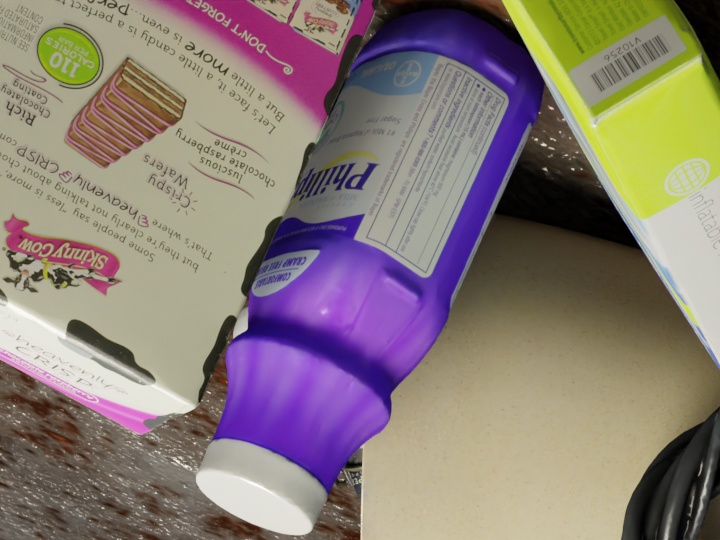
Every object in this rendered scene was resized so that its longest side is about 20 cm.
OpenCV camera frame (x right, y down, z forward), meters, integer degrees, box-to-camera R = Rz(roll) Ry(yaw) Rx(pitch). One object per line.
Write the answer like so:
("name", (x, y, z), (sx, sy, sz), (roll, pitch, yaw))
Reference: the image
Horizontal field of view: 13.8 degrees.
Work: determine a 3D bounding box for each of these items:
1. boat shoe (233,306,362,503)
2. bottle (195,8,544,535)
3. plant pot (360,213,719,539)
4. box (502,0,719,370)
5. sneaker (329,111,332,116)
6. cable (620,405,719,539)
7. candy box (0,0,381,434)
("boat shoe", (0.018, 0.087, 1.459), (0.200, 0.066, 0.070), (32, 157, -19))
("bottle", (0.000, 0.000, 1.099), (0.065, 0.200, 0.083), (34, 157, -21))
("plant pot", (0.107, 0.068, 1.209), (0.199, 0.188, 0.187), (3, 155, 5))
("box", (0.100, -0.048, 1.010), (0.122, 0.048, 0.200), (62, -176, 37))
("sneaker", (-0.079, -0.042, 1.239), (0.199, 0.085, 0.078), (11, 155, 28))
("cable", (0.173, 0.126, 1.138), (0.051, 0.163, 0.200), (-125, 16, -60))
("candy box", (-0.085, -0.062, 1.044), (0.136, 0.200, 0.061), (30, 157, -15))
